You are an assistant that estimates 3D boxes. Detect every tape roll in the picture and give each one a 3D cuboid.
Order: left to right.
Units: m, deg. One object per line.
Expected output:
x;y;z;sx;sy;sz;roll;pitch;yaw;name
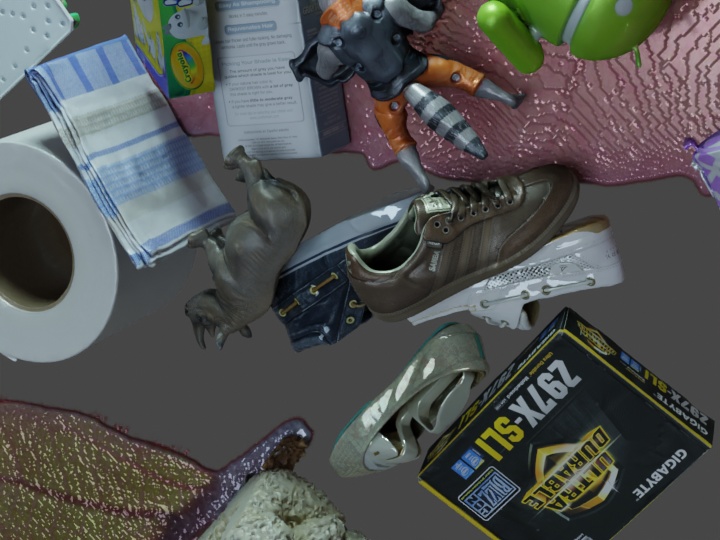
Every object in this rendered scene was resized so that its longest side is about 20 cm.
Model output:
-0.266;-0.033;1.615;0.201;0.139;0.204;9;110;24;tape roll

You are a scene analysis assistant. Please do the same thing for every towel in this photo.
-0.195;-0.106;1.551;0.024;0.147;0.201;-31;90;36;towel

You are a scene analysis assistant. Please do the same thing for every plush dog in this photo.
-0.044;0.260;1.617;0.172;0.161;0.200;40;149;-6;plush dog

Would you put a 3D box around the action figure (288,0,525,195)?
0.046;-0.182;1.416;0.200;0.105;0.193;-42;102;14;action figure

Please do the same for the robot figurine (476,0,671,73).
0.151;-0.237;1.349;0.199;0.116;0.176;35;86;9;robot figurine

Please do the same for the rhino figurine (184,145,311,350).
-0.103;-0.006;1.526;0.087;0.060;0.201;38;123;18;rhino figurine

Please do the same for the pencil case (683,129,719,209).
0.313;-0.022;1.355;0.085;0.084;0.201;-19;96;10;pencil case

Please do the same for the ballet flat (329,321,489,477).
0.040;0.128;1.546;0.200;0.067;0.063;-53;48;29;ballet flat

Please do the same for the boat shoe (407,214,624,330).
0.123;0.019;1.473;0.199;0.071;0.070;-21;96;29;boat shoe

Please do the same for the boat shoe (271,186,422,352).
0.000;0.000;1.535;0.200;0.071;0.091;-26;94;38;boat shoe

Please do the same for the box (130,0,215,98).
-0.164;-0.257;1.488;0.117;0.048;0.201;-129;32;-57;box

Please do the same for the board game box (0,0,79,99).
-0.377;-0.253;1.668;0.200;0.026;0.201;-36;88;30;board game box

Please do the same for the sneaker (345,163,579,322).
0.080;-0.034;1.425;0.199;0.071;0.076;-34;128;5;sneaker

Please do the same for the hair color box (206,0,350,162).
-0.077;-0.197;1.513;0.098;0.061;0.201;-1;106;27;hair color box

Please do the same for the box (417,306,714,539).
0.168;0.149;1.483;0.159;0.049;0.200;39;120;-5;box
